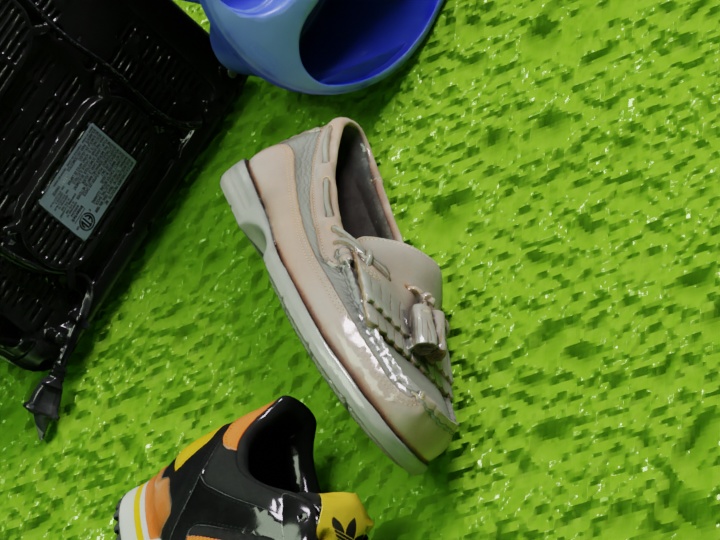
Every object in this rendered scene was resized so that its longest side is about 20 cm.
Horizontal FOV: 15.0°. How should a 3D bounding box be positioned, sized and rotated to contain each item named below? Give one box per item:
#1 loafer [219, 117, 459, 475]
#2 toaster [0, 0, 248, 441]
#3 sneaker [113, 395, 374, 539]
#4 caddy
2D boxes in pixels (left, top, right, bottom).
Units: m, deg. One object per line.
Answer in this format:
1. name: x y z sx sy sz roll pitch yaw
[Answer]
1. loafer: 0.000 0.000 1.069 0.063 0.072 0.200 -38 37 4
2. toaster: -0.174 -0.065 1.202 0.118 0.181 0.200 15 70 52
3. sneaker: -0.030 0.123 0.993 0.090 0.070 0.200 -43 37 14
4. caddy: -0.015 -0.170 1.160 0.105 0.141 0.201 5 64 52
